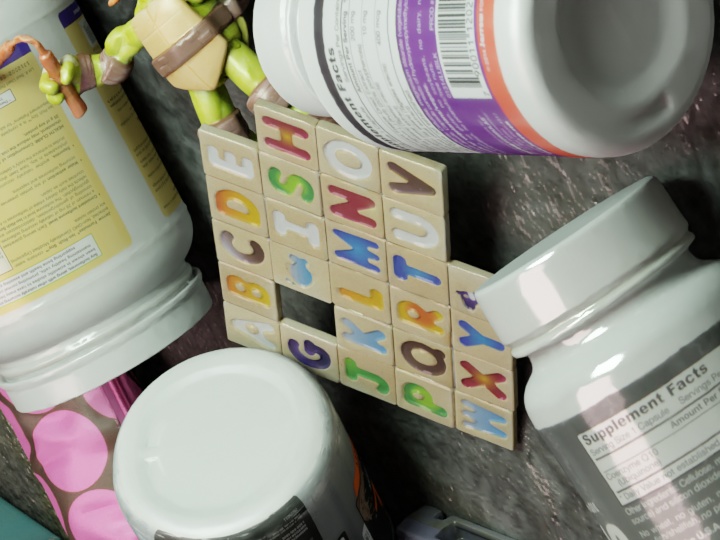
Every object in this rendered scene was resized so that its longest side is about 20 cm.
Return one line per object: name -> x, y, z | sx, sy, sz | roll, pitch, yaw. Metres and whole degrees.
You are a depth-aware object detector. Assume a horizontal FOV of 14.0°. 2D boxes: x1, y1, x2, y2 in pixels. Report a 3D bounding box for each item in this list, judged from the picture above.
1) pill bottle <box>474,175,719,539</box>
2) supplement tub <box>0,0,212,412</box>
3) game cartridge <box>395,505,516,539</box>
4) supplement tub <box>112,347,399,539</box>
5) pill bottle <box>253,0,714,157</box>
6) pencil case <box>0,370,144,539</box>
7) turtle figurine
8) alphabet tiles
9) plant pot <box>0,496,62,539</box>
pill bottle -> 0.142, 0.068, 1.266 | 0.201, 0.113, 0.113 | 57, 149, -1
supplement tub -> -0.178, -0.041, 1.572 | 0.145, 0.145, 0.201 | -11, 110, 57
game cartridge -> 0.105, 0.206, 1.525 | 0.199, 0.038, 0.130 | 17, 128, 46
supplement tub -> -0.046, 0.141, 1.555 | 0.122, 0.123, 0.200 | 32, 160, 33
pill bottle -> 0.044, -0.105, 1.240 | 0.199, 0.111, 0.112 | 5, 124, 52
pencil case -> -0.159, 0.078, 1.716 | 0.201, 0.090, 0.094 | 60, 153, -3
turtle figurine -> -0.086, -0.103, 1.453 | 0.199, 0.064, 0.162 | -33, 98, 28
alphabet tiles -> 0.000, 0.000, 1.427 | 0.166, 0.008, 0.201 | 21, 146, 19
plant pot -> -0.299, 0.221, 1.999 | 0.200, 0.141, 0.142 | 34, 144, 44
